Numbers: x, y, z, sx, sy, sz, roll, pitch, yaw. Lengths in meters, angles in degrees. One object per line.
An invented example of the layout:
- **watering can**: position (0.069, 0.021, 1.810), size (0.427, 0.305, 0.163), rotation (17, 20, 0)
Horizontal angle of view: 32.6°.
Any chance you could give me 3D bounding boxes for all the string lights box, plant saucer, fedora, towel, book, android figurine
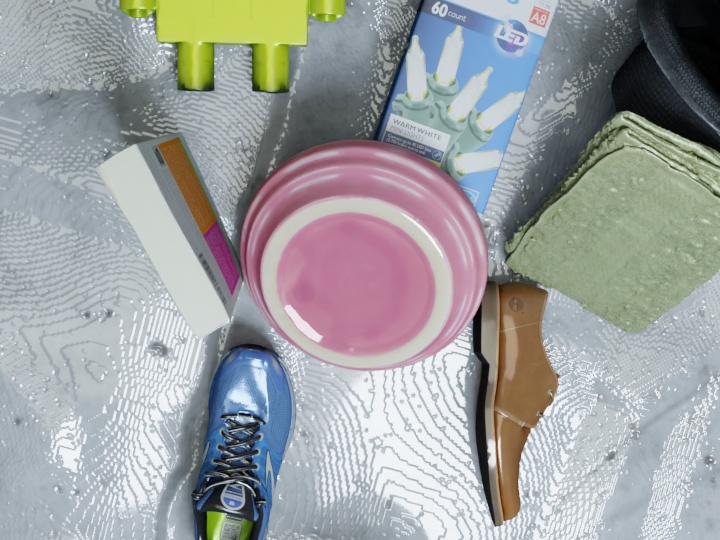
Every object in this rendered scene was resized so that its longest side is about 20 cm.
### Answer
- **string lights box**: position (0.074, -0.134, 0.975), size (0.101, 0.059, 0.203), rotation (18, 97, -3)
- **plant saucer**: position (0.000, 0.000, 0.956), size (0.197, 0.051, 0.203), rotation (4, 121, 7)
- **fedora**: position (0.264, -0.131, 0.956), size (0.201, 0.201, 0.091), rotation (46, 130, -7)
- **towel**: position (0.211, -0.032, 0.949), size (0.147, 0.037, 0.200), rotation (28, 140, -6)
- **book**: position (-0.131, -0.031, 0.911), size (0.048, 0.200, 0.135), rotation (-28, 97, 1)
- **android figurine**: position (-0.100, -0.242, 0.966), size (0.179, 0.041, 0.203), rotation (2, 99, -2)

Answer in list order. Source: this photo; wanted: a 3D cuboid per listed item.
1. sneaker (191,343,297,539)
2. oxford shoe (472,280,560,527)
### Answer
- **sneaker**: position (-0.094, 0.161, 0.993), size (0.077, 0.089, 0.203), rotation (6, 97, -4)
- **oxford shoe**: position (0.128, 0.110, 1.005), size (0.070, 0.071, 0.204), rotation (1, 96, -4)
